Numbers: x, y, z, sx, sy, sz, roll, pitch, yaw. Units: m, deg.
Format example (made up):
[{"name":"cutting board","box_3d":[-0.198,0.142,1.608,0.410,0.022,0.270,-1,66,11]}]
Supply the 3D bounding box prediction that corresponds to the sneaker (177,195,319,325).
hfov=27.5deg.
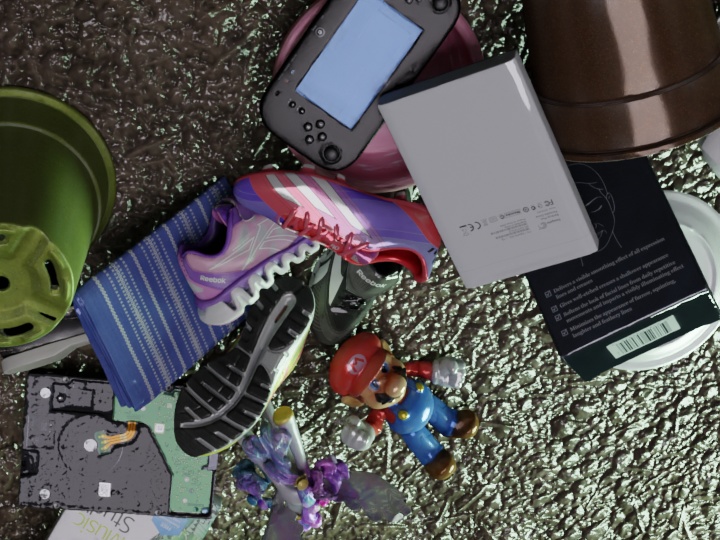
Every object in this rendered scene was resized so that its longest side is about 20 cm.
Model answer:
[{"name":"sneaker","box_3d":[-0.093,-0.042,1.389,0.200,0.080,0.089,-41,112,-10]}]

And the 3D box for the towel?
[{"name":"towel","box_3d":[-0.177,0.023,1.407,0.200,0.024,0.146,-41,127,-29]}]

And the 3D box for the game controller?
[{"name":"game controller","box_3d":[-0.002,-0.187,1.301,0.104,0.042,0.201,31,105,-21]}]

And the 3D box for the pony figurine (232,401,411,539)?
[{"name":"pony figurine","box_3d":[-0.064,0.217,1.509,0.166,0.193,0.201,-32,121,-11]}]

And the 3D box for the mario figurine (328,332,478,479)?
[{"name":"mario figurine","box_3d":[0.048,0.139,1.524,0.106,0.124,0.200,-27,129,30]}]

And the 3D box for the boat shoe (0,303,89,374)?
[{"name":"boat shoe","box_3d":[-0.261,0.043,1.438,0.199,0.074,0.061,-19,85,-8]}]

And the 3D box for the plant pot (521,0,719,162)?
[{"name":"plant pot","box_3d":[0.228,-0.228,1.304,0.199,0.201,0.200,-17,115,-1]}]

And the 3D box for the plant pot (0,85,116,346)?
[{"name":"plant pot","box_3d":[-0.314,-0.032,1.307,0.198,0.190,0.201,-5,122,-8]}]

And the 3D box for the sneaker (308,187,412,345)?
[{"name":"sneaker","box_3d":[0.000,0.000,1.446,0.066,0.091,0.201,17,116,-19]}]

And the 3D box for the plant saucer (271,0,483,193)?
[{"name":"plant saucer","box_3d":[0.015,-0.173,1.361,0.199,0.051,0.202,-4,115,-8]}]

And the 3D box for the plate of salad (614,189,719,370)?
[{"name":"plate of salad","box_3d":[0.298,0.009,1.536,0.198,0.048,0.202,-4,111,-10]}]

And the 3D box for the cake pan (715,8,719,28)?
[{"name":"cake pan","box_3d":[0.410,-0.199,1.439,0.198,0.037,0.202,-5,121,-9]}]

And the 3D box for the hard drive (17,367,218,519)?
[{"name":"hard drive","box_3d":[-0.243,0.176,1.498,0.198,0.038,0.141,4,98,-5]}]

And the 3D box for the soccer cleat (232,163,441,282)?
[{"name":"soccer cleat","box_3d":[-0.020,-0.043,1.340,0.198,0.077,0.067,12,160,-16]}]

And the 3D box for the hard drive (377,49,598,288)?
[{"name":"hard drive","box_3d":[0.115,-0.086,1.306,0.131,0.027,0.201,-16,118,23]}]

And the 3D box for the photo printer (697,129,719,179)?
[{"name":"photo printer","box_3d":[0.431,-0.123,1.425,0.166,0.070,0.200,-42,119,14]}]

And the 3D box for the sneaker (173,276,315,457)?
[{"name":"sneaker","box_3d":[-0.107,0.104,1.456,0.078,0.090,0.200,37,81,11]}]

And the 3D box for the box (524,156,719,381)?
[{"name":"box","box_3d":[0.229,-0.022,1.395,0.148,0.201,0.107,-26,157,13]}]

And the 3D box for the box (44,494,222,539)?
[{"name":"box","box_3d":[-0.256,0.293,1.553,0.144,0.036,0.201,30,97,-7]}]
